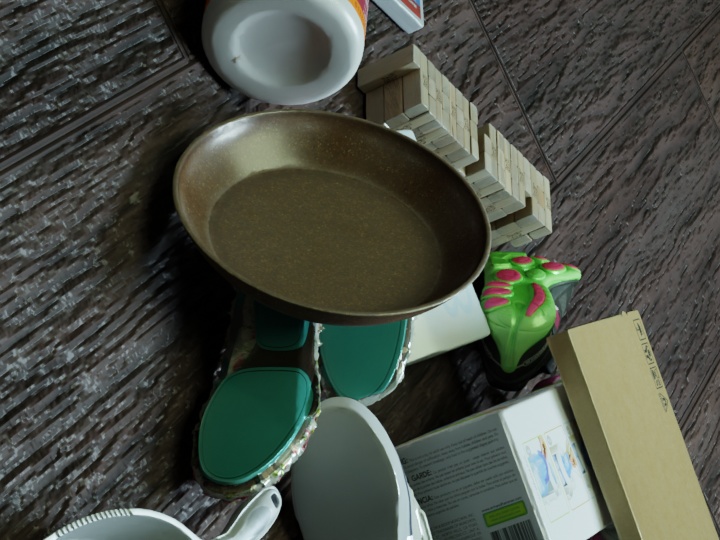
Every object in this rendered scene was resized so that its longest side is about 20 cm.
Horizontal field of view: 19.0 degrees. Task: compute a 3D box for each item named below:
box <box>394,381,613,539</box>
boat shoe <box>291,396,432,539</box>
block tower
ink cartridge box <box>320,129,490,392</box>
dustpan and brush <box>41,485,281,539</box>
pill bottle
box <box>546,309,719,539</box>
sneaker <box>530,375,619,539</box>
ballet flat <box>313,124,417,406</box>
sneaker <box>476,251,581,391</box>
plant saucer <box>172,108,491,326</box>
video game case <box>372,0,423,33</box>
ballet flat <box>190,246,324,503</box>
[{"bbox_3d":[0.103,0.144,1.467,0.200,0.112,0.102,-13,82,-64],"label":"box"},{"bbox_3d":[0.013,0.168,1.329,0.070,0.070,0.202,-50,122,-69],"label":"boat shoe"},{"bbox_3d":[0.074,-0.089,1.648,0.200,0.054,0.058,41,37,-41],"label":"block tower"},{"bbox_3d":[0.007,-0.011,1.476,0.200,0.047,0.161,-14,83,-64],"label":"ink cartridge box"},{"bbox_3d":[-0.099,0.169,1.136,0.140,0.057,0.200,63,27,-11],"label":"dustpan and brush"},{"bbox_3d":[-0.044,-0.217,1.464,0.110,0.109,0.201,47,34,-35],"label":"pill bottle"},{"bbox_3d":[0.196,0.130,1.507,0.163,0.021,0.202,-9,79,-65],"label":"box"},{"bbox_3d":[0.176,0.177,1.612,0.201,0.081,0.088,66,26,-3],"label":"sneaker"},{"bbox_3d":[0.000,0.000,1.400,0.072,0.071,0.202,27,55,-52],"label":"ballet flat"},{"bbox_3d":[0.120,0.038,1.642,0.200,0.076,0.085,-42,145,-69],"label":"sneaker"},{"bbox_3d":[-0.020,-0.027,1.319,0.198,0.037,0.201,10,38,-8],"label":"plant saucer"},{"bbox_3d":[0.002,-0.305,1.712,0.143,0.017,0.202,38,39,-45],"label":"video game case"},{"bbox_3d":[-0.053,0.072,1.290,0.064,0.075,0.201,86,14,-45],"label":"ballet flat"}]
